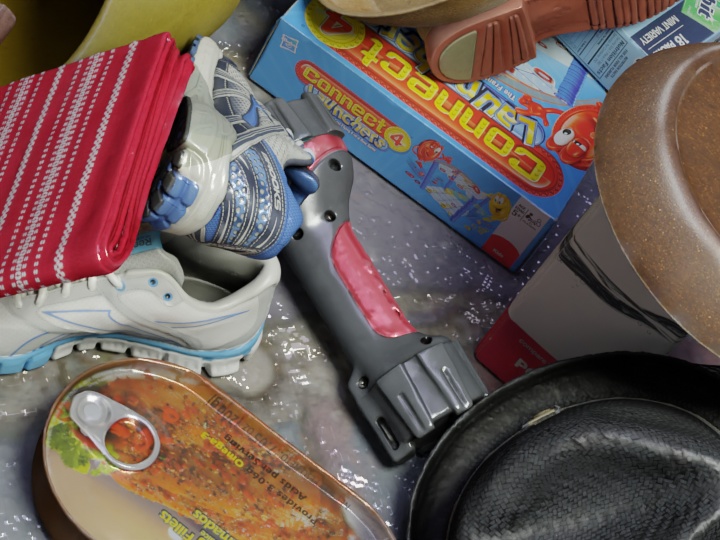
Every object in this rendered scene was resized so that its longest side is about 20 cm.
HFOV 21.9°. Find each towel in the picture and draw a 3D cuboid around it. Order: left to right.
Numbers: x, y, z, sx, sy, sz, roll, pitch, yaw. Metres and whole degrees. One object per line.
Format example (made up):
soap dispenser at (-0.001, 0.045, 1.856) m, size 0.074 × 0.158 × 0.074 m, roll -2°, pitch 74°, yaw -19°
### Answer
towel at (-0.176, -0.035, 0.874) m, size 0.023 × 0.199 × 0.145 m, roll 53°, pitch 36°, yaw -38°

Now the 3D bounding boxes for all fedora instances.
fedora at (0.115, 0.124, 0.893) m, size 0.199 × 0.092 × 0.202 m, roll -2°, pitch 77°, yaw 10°

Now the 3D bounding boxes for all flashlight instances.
flashlight at (0.000, 0.000, 1.002) m, size 0.068 × 0.068 × 0.201 m, roll -15°, pitch 64°, yaw -45°

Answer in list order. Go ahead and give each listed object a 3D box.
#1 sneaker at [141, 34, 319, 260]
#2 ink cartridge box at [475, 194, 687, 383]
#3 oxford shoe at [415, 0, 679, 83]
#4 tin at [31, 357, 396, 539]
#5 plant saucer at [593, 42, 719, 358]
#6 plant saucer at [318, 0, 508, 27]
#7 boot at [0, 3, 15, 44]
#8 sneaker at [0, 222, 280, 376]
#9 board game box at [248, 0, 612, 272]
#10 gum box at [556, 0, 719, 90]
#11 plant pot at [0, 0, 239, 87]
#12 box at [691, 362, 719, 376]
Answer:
sneaker at (-0.067, -0.053, 0.938) m, size 0.085 × 0.077 × 0.200 m, roll 29°, pitch 19°, yaw -15°
ink cartridge box at (0.167, -0.019, 1.011) m, size 0.084 × 0.200 × 0.145 m, roll 41°, pitch 49°, yaw 5°
oxford shoe at (0.122, -0.179, 1.071) m, size 0.199 × 0.071 × 0.074 m, roll -19°, pitch 58°, yaw -5°
tin at (-0.069, 0.126, 0.896) m, size 0.200 × 0.042 × 0.112 m, roll 38°, pitch 45°, yaw 2°
plant saucer at (0.206, -0.035, 0.891) m, size 0.199 × 0.035 × 0.201 m, roll 15°, pitch 54°, yaw -21°
plant saucer at (0.065, -0.198, 1.049) m, size 0.036 × 0.199 × 0.201 m, roll 55°, pitch 39°, yaw -34°
boot at (-0.211, -0.065, 0.856) m, size 0.167 × 0.199 × 0.072 m, roll -57°, pitch 132°, yaw -23°
sneaker at (-0.132, 0.002, 0.920) m, size 0.199 × 0.087 × 0.075 m, roll 1°, pitch 59°, yaw -25°
board game box at (0.065, -0.129, 1.133) m, size 0.199 × 0.056 × 0.196 m, roll 36°, pitch 48°, yaw 0°
gum box at (0.157, -0.215, 1.175) m, size 0.200 × 0.045 × 0.170 m, roll 48°, pitch 50°, yaw 10°
plant pot at (-0.140, -0.180, 0.996) m, size 0.142 × 0.200 × 0.201 m, roll 3°, pitch 53°, yaw -51°
box at (0.273, 0.097, 0.999) m, size 0.159 × 0.200 × 0.050 m, roll 10°, pitch 96°, yaw -23°
